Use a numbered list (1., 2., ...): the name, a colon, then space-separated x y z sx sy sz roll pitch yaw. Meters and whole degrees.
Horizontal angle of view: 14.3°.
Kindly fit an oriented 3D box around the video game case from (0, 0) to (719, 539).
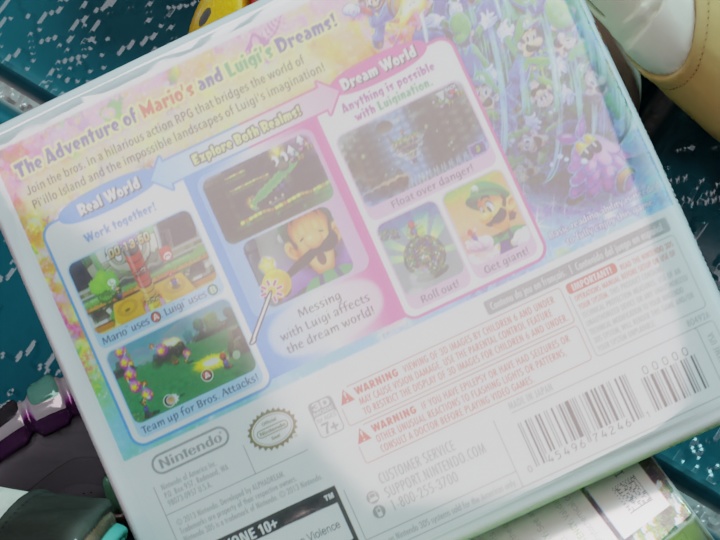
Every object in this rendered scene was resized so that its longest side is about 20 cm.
1. video game case: 0.000 0.000 0.909 0.199 0.024 0.183 -25 83 6

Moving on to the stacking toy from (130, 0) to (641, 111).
1. stacking toy: -0.013 -0.076 1.022 0.199 0.146 0.147 -22 64 24

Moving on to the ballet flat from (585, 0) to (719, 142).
1. ballet flat: 0.086 -0.124 0.963 0.063 0.069 0.201 -13 75 -28

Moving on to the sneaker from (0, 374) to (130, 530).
1. sneaker: -0.050 0.061 0.993 0.200 0.074 0.088 -30 69 2

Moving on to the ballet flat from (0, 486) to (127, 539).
1. ballet flat: -0.110 0.105 0.920 0.068 0.200 0.068 25 76 6

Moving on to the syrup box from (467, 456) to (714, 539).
1. syrup box: 0.016 0.122 0.944 0.200 0.081 0.079 -38 64 1
